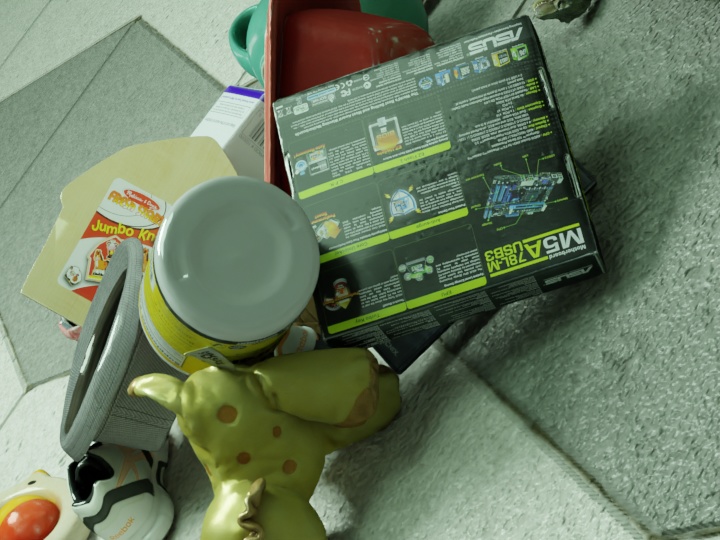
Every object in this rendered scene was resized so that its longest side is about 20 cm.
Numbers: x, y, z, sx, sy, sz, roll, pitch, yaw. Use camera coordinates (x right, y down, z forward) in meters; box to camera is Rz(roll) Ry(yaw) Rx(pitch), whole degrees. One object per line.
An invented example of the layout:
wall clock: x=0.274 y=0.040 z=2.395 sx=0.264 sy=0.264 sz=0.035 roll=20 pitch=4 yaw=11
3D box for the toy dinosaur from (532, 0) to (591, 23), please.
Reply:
toy dinosaur: x=0.202 y=-0.282 z=1.442 sx=0.200 sy=0.047 sz=0.088 roll=-52 pitch=40 yaw=-7

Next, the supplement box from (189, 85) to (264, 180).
supplement box: x=-0.131 y=-0.062 z=1.600 sx=0.200 sy=0.101 sz=0.103 roll=-53 pitch=26 yaw=-9

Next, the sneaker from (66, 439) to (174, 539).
sneaker: x=-0.206 y=0.163 z=1.440 sx=0.074 sy=0.080 sz=0.200 roll=-48 pitch=24 yaw=7

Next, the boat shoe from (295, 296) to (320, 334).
boat shoe: x=0.000 y=0.000 z=1.355 sx=0.199 sy=0.074 sz=0.069 roll=-19 pitch=28 yaw=44

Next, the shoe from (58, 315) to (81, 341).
shoe: x=-0.202 y=0.062 z=1.553 sx=0.200 sy=0.091 sz=0.072 roll=0 pitch=53 yaw=57

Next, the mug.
mug: x=-0.036 y=-0.200 z=1.581 sx=0.185 sy=0.152 sz=0.115 roll=-33 pitch=24 yaw=56

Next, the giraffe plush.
giraffe plush: x=-0.060 y=0.146 z=1.172 sx=0.172 sy=0.200 sz=0.164 roll=-14 pitch=74 yaw=28

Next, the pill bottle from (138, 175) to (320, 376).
pill bottle: x=-0.098 y=0.015 z=1.205 sx=0.112 sy=0.111 sz=0.200 roll=-58 pitch=2 yaw=-19

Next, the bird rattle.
bird rattle: x=-0.305 y=0.238 z=1.478 sx=0.163 sy=0.113 sz=0.200 roll=-40 pitch=25 yaw=-20

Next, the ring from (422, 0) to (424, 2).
ring: x=0.025 y=-0.277 z=1.745 sx=0.200 sy=0.019 sz=0.201 roll=-38 pitch=28 yaw=24

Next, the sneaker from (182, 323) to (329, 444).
sneaker: x=-0.092 y=0.085 z=1.367 sx=0.199 sy=0.079 sz=0.079 roll=-25 pitch=36 yaw=43

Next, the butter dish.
butter dish: x=0.015 y=-0.123 z=1.345 sx=0.147 sy=0.202 sz=0.199 roll=2 pitch=7 yaw=19

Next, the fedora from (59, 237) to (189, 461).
fedora: x=-0.178 y=0.075 z=1.396 sx=0.200 sy=0.090 sz=0.178 roll=-107 pitch=40 yaw=-67

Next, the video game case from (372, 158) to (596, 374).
video game case: x=0.052 y=-0.045 z=1.253 sx=0.200 sy=0.143 sz=0.019 roll=-44 pitch=-12 yaw=5

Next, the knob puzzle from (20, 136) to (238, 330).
knob puzzle: x=-0.175 y=-0.026 z=1.509 sx=0.220 sy=0.219 sz=0.030 roll=-52 pitch=-14 yaw=-7

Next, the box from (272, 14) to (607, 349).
box: x=0.051 y=-0.060 z=1.197 sx=0.199 sy=0.048 sz=0.194 roll=-18 pitch=68 yaw=10
